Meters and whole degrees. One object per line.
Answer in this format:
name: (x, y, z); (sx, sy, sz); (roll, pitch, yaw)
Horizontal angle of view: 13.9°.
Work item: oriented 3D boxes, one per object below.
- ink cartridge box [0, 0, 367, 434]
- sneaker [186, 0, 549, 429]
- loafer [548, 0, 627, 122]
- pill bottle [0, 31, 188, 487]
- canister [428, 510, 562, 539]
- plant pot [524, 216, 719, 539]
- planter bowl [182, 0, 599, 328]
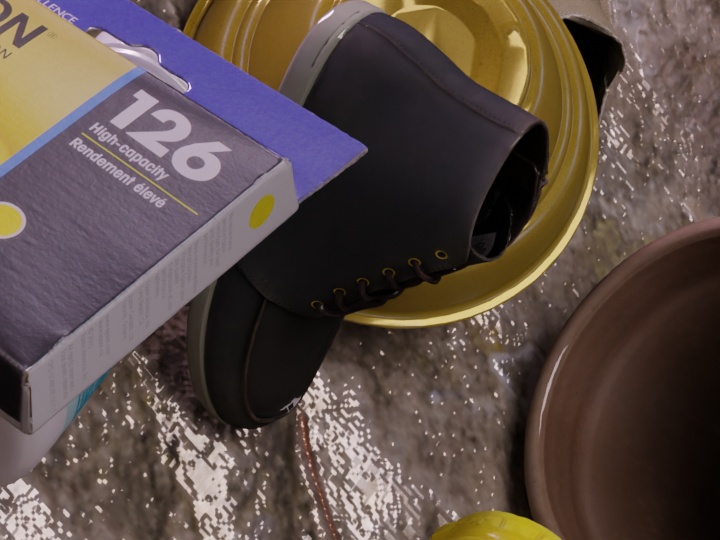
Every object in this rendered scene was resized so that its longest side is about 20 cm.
ink cartridge box: (-0.131, -0.055, 1.104); (0.198, 0.047, 0.200); (32, 52, 21)
sneaker: (0.000, 0.000, 1.210); (0.106, 0.200, 0.075); (34, 32, 25)
loafer: (0.096, -0.114, 1.440); (0.076, 0.068, 0.200); (25, 56, -31)
pill bottle: (-0.127, -0.015, 1.172); (0.111, 0.111, 0.200); (47, 47, -15)
canister: (0.046, 0.222, 1.236); (0.149, 0.087, 0.200); (48, 49, -14)
plant pot: (0.203, 0.098, 1.376); (0.175, 0.200, 0.200); (37, 49, -45)
planter bowl: (0.021, -0.082, 1.296); (0.200, 0.083, 0.200); (4, 71, -13)
